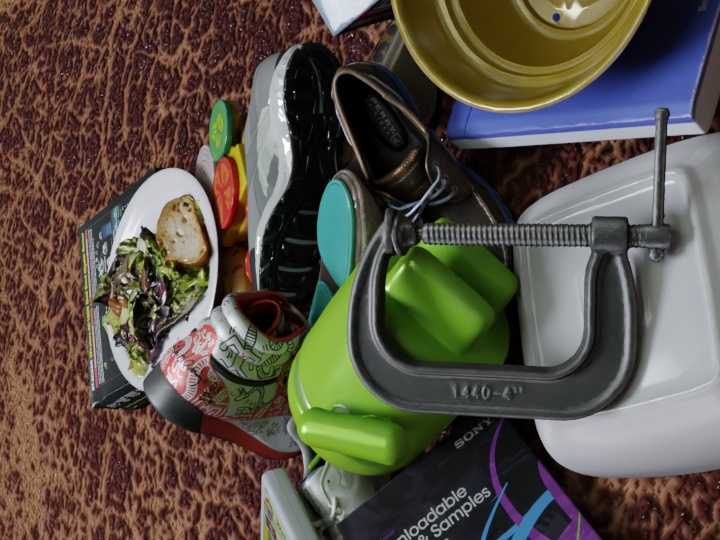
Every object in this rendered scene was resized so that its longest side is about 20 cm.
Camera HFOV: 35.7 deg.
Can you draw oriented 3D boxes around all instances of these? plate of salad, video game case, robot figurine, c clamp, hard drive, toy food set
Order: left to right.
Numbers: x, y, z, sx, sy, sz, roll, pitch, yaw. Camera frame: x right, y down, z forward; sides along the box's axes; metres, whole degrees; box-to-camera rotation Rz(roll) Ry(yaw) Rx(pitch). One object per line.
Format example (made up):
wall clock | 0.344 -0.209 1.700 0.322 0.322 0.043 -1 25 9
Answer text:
plate of salad | -0.190 0.007 1.004 0.199 0.048 0.203 -11 76 49
toy food set | -0.110 -0.041 0.988 0.201 0.048 0.200 116 146 -45
video game case | -0.029 0.277 0.825 0.184 0.022 0.201 96 151 -45
robot figurine | 0.023 0.059 0.759 0.115 0.176 0.201 39 129 3
c clamp | 0.085 0.003 0.654 0.197 0.027 0.174 -5 96 13
hard drive | 0.155 -0.148 0.750 0.198 0.025 0.134 2 67 48

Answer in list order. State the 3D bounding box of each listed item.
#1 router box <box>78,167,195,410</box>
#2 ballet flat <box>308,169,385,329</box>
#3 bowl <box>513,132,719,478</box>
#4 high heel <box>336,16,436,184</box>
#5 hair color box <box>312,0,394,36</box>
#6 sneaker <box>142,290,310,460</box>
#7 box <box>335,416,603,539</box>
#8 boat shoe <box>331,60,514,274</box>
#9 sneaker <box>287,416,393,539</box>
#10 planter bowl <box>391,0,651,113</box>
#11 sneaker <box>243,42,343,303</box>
router box | -0.212 0.021 1.113 0.149 0.062 0.203 -28 62 40
ballet flat | 0.000 0.000 0.841 0.068 0.066 0.201 59 151 35
bowl | 0.174 0.021 0.684 0.199 0.074 0.203 -19 69 42
high heel | -0.010 -0.120 0.919 0.142 0.071 0.203 13 93 51
hair color box | 0.056 -0.261 0.842 0.199 0.099 0.061 -32 90 40
sneaker | -0.066 0.080 0.860 0.108 0.201 0.067 -46 57 11
box | 0.087 0.200 0.721 0.142 0.036 0.200 -38 49 -1
boat shoe | 0.039 -0.062 0.800 0.072 0.072 0.201 -42 80 16
sneaker | -0.005 0.188 0.835 0.074 0.086 0.202 -43 54 31
planter bowl | 0.118 -0.201 0.711 0.198 0.083 0.204 4 97 40
sneaker | -0.057 -0.073 0.873 0.079 0.073 0.203 10 95 53
